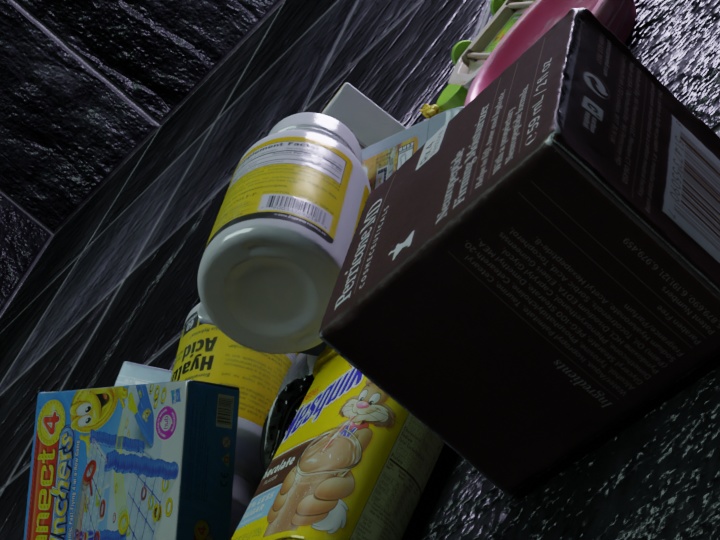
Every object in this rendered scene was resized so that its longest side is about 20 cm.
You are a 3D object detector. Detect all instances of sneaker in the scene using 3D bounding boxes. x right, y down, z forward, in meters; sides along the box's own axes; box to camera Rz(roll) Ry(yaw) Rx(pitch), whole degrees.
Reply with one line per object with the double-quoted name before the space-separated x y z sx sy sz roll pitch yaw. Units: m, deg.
"sneaker" -0.037 0.114 1.272 0.079 0.074 0.200 -52 6 32

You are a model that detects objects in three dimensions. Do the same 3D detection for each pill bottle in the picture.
"pill bottle" -0.113 0.127 1.334 0.111 0.111 0.201 -38 32 39
"pill bottle" -0.051 -0.037 1.197 0.111 0.111 0.200 -41 19 30

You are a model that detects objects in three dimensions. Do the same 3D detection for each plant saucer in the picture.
"plant saucer" 0.178 -0.198 1.414 0.201 0.051 0.201 -45 17 17

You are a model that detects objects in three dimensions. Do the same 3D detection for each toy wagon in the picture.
"toy wagon" 0.138 -0.228 1.621 0.200 0.040 0.155 -51 15 -1

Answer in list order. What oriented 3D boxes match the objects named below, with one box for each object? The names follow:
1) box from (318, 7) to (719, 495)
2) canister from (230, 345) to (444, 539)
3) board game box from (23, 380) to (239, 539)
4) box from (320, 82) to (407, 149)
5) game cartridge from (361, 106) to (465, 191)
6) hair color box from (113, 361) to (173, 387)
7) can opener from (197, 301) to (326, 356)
"box" 0.111 -0.010 0.939 0.200 0.164 0.166 -40 18 32
"canister" -0.006 0.133 1.090 0.148 0.086 0.201 -31 26 52
"board game box" -0.186 0.193 1.238 0.195 0.056 0.202 -9 73 43
"box" -0.030 -0.079 1.543 0.125 0.097 0.200 -53 0 -19
"game cartridge" 0.027 -0.043 1.268 0.200 0.041 0.134 -21 53 53
"hair color box" -0.205 0.195 1.396 0.099 0.060 0.201 65 -141 -58
"can opener" -0.042 0.035 1.252 0.053 0.199 0.067 -51 -31 -51
